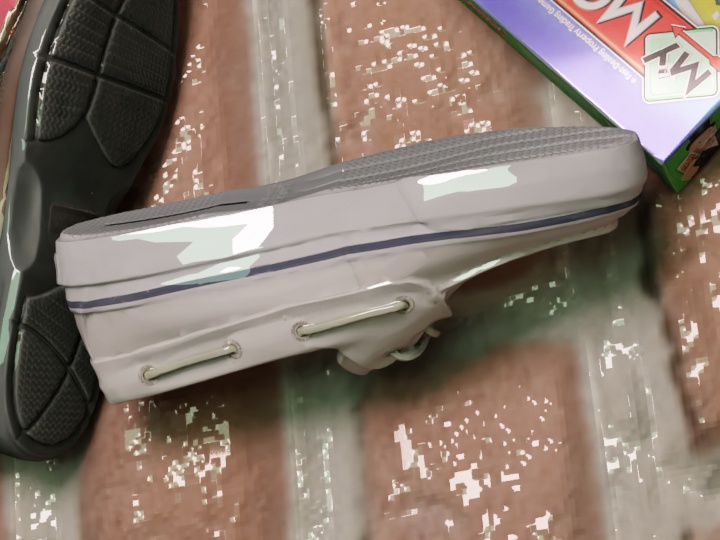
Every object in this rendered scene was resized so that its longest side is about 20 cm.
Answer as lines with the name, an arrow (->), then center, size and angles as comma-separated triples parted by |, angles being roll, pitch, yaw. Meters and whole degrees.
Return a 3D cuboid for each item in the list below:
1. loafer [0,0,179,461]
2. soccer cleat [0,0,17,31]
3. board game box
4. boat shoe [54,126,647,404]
loafer -> -0.117, -0.035, 0.778 | 0.063, 0.072, 0.201 | 3, 76, 34
soccer cleat -> -0.166, -0.136, 0.829 | 0.076, 0.067, 0.201 | -26, 55, 36
board game box -> 0.084, -0.139, 0.761 | 0.135, 0.029, 0.200 | -45, 63, 0
boat shoe -> 0.000, 0.000, 0.729 | 0.199, 0.074, 0.067 | -9, 102, 17
